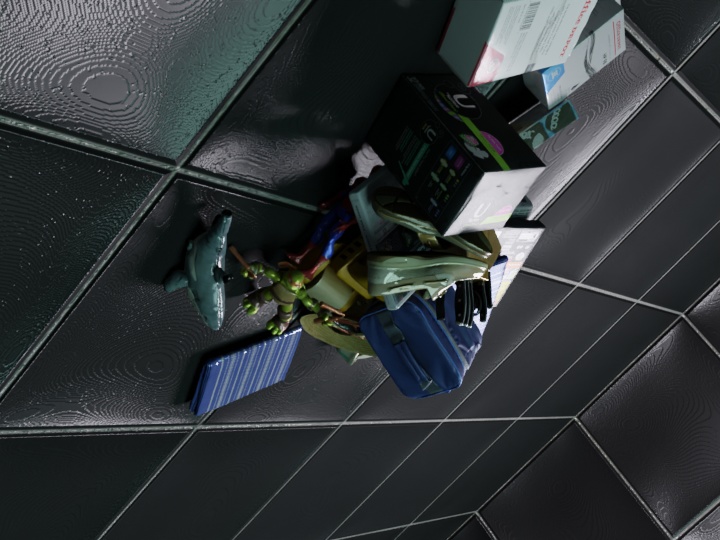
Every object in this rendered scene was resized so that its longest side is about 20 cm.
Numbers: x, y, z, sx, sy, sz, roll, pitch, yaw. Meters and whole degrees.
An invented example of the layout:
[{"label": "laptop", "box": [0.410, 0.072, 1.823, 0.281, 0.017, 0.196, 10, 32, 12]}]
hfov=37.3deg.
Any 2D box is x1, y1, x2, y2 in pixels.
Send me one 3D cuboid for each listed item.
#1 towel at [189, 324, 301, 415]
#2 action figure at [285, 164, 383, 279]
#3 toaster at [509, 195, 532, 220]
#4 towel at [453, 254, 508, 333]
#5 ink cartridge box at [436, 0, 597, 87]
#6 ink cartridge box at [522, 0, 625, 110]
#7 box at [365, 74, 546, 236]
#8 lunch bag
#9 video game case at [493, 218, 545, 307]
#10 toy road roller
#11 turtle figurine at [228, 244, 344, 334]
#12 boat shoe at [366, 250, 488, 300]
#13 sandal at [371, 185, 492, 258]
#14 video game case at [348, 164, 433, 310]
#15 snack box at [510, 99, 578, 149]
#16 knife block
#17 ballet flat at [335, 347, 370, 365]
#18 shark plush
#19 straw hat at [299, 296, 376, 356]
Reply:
[{"label": "towel", "box": [-0.197, 0.169, 1.825, 0.198, 0.024, 0.146, -20, 147, -37]}, {"label": "action figure", "box": [-0.031, -0.079, 1.595, 0.200, 0.066, 0.051, -48, 140, 9]}, {"label": "toaster", "box": [0.213, -0.089, 1.851, 0.198, 0.114, 0.130, 1, 133, -47]}, {"label": "towel", "box": [0.175, 0.065, 1.820, 0.143, 0.024, 0.203, -18, 138, -34]}, {"label": "ink cartridge box", "box": [0.221, -0.351, 1.470, 0.197, 0.085, 0.146, -20, 149, -32]}, {"label": "ink cartridge box", "box": [0.342, -0.356, 1.643, 0.199, 0.067, 0.116, -39, 154, 0]}, {"label": "box", "box": [0.134, -0.167, 1.518, 0.147, 0.201, 0.125, -10, 143, -44]}, {"label": "lunch bag", "box": [0.097, 0.111, 1.718, 0.135, 0.202, 0.133, -22, -161, 39]}, {"label": "video game case", "box": [0.206, -0.009, 1.812, 0.198, 0.026, 0.183, -1, 130, -43]}, {"label": "toy road roller", "box": [0.000, 0.000, 1.649, 0.199, 0.147, 0.123, -41, 135, 12]}, {"label": "turtle figurine", "box": [-0.124, 0.028, 1.606, 0.161, 0.198, 0.065, -43, -159, 57]}, {"label": "boat shoe", "box": [0.094, 0.008, 1.515, 0.197, 0.072, 0.066, 0, 96, -33]}, {"label": "sandal", "box": [0.098, -0.062, 1.522, 0.197, 0.081, 0.054, 18, 127, -19]}, {"label": "video game case", "box": [0.064, -0.069, 1.581, 0.023, 0.185, 0.200, -7, -158, 34]}, {"label": "snack box", "box": [0.244, -0.206, 1.721, 0.198, 0.037, 0.116, -35, -168, -8]}, {"label": "knife block", "box": [0.145, -0.021, 1.614, 0.176, 0.063, 0.202, -54, 128, -45]}, {"label": "ballet flat", "box": [0.044, 0.117, 2.017, 0.198, 0.070, 0.070, -28, 153, -21]}, {"label": "shark plush", "box": [-0.194, -0.010, 1.474, 0.090, 0.084, 0.201, -10, 142, -44]}, {"label": "straw hat", "box": [-0.007, 0.075, 1.846, 0.201, 0.197, 0.087, 59, 44, -64]}]
